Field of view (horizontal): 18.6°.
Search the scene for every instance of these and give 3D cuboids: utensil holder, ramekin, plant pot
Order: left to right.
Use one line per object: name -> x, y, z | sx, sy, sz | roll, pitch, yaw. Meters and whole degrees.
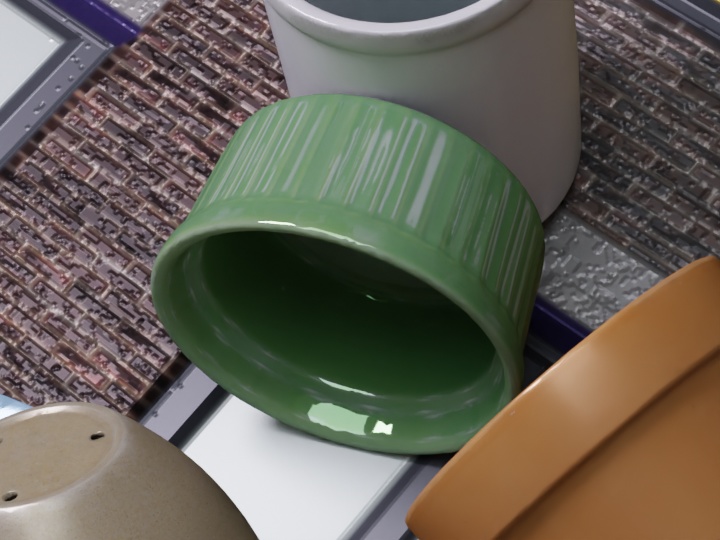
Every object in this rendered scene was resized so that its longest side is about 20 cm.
plant pot -> -0.142, 0.145, 1.071 | 0.198, 0.135, 0.201 | -11, 27, 6
ramekin -> 0.000, 0.000, 1.140 | 0.198, 0.201, 0.098 | 11, 57, 17
utensil holder -> 0.035, -0.125, 1.182 | 0.168, 0.201, 0.171 | -4, 53, 6
plant pot -> 0.141, 0.110, 1.060 | 0.200, 0.200, 0.140 | -39, 77, -10

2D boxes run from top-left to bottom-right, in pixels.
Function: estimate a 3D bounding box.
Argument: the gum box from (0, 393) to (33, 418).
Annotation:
gum box -> -0.275, 0.145, 1.202 | 0.169, 0.045, 0.201 | 19, 67, 20
